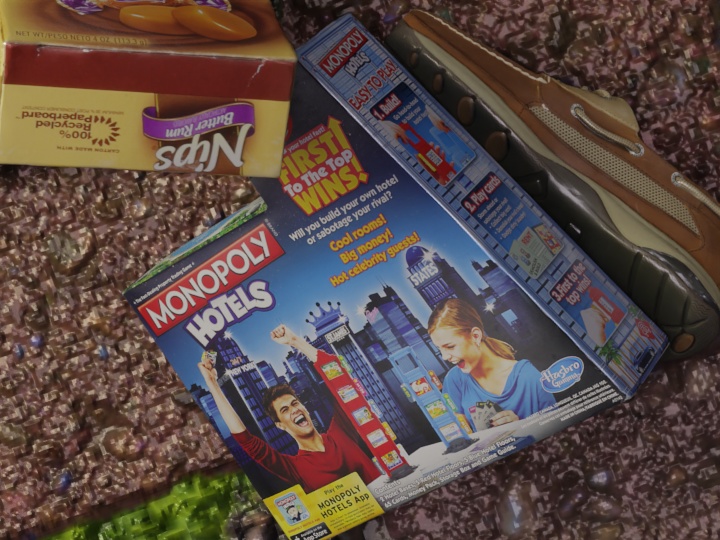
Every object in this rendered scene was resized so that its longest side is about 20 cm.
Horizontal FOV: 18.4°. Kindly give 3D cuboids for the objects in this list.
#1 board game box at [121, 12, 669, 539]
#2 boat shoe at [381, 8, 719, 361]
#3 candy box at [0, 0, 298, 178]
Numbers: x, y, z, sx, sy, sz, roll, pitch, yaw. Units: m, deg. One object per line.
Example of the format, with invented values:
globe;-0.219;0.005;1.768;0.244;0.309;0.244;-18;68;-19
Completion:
board game box;0.000;0.000;0.998;0.199;0.062;0.200;-28;98;33
boat shoe;0.093;-0.046;1.014;0.200;0.076;0.074;43;56;4
candy box;-0.102;-0.106;0.943;0.116;0.200;0.057;2;115;-15
